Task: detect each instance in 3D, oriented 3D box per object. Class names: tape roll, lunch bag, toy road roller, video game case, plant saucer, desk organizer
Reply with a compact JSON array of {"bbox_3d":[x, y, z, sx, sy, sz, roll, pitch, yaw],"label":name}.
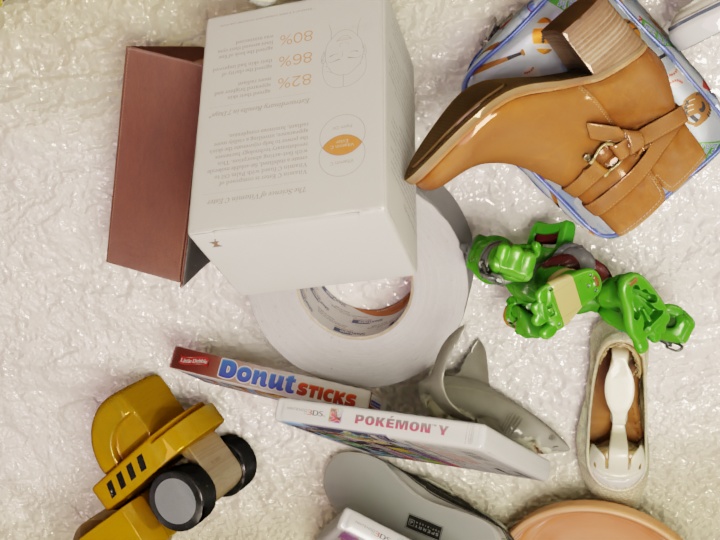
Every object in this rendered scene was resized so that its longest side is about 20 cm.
[{"bbox_3d":[0.000,0.000,0.916,0.198,0.066,0.202,4,111,10],"label":"tape roll"},{"bbox_3d":[0.180,-0.133,0.827,0.200,0.076,0.160,44,114,-7],"label":"lunch bag"},{"bbox_3d":[-0.212,0.196,1.008,0.200,0.123,0.146,-40,84,21],"label":"toy road roller"},{"bbox_3d":[0.051,0.145,0.883,0.180,0.200,0.023,4,75,26],"label":"video game case"},{"bbox_3d":[0.048,0.282,0.964,0.181,0.024,0.200,27,158,1],"label":"video game case"},{"bbox_3d":[0.228,0.294,0.980,0.198,0.038,0.202,9,120,17],"label":"plant saucer"},{"bbox_3d":[-0.167,-0.097,0.912,0.076,0.072,0.202,15,112,8],"label":"desk organizer"}]

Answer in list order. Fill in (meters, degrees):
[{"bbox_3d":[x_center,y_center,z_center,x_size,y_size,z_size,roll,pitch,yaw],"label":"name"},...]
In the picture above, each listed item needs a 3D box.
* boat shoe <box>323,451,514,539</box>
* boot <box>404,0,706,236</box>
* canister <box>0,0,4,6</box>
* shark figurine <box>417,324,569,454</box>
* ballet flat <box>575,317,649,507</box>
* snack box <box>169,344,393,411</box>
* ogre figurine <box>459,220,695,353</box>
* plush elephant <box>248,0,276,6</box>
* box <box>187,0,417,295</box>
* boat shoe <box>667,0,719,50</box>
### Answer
[{"bbox_3d":[0.055,0.233,0.986,0.199,0.064,0.071,24,92,28],"label":"boat shoe"},{"bbox_3d":[0.146,-0.083,0.760,0.199,0.074,0.155,-37,108,10],"label":"boot"},{"bbox_3d":[-0.329,-0.306,0.859,0.149,0.087,0.200,45,113,-7],"label":"canister"},{"bbox_3d":[0.094,0.100,0.917,0.127,0.214,0.090,8,72,38],"label":"shark figurine"},{"bbox_3d":[0.225,0.137,0.923,0.067,0.062,0.202,-2,110,12],"label":"ballet flat"},{"bbox_3d":[-0.073,0.106,0.945,0.198,0.072,0.025,11,78,21],"label":"snack box"},{"bbox_3d":[0.165,0.012,0.835,0.198,0.120,0.099,-3,103,-24],"label":"ogre figurine"},{"bbox_3d":[-0.087,-0.320,0.754,0.200,0.155,0.165,-41,77,15],"label":"plush elephant"},{"bbox_3d":[-0.039,-0.099,0.807,0.151,0.202,0.107,-6,153,14],"label":"box"},{"bbox_3d":[0.300,-0.247,0.755,0.201,0.075,0.087,-34,93,11],"label":"boat shoe"}]
